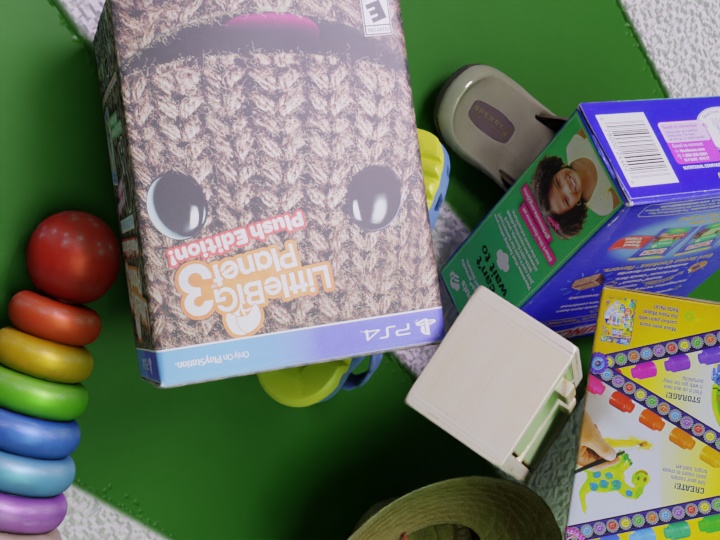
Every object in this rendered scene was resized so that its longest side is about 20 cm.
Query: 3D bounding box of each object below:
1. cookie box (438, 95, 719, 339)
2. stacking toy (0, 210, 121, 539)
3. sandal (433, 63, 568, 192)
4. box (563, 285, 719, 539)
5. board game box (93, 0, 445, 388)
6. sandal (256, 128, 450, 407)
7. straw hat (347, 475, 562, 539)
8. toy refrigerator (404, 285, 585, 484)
[{"bbox_3d":[0.173,-0.028,0.784,0.170,0.076,0.200,-8,153,-29],"label":"cookie box"},{"bbox_3d":[-0.189,0.063,0.670,0.085,0.085,0.202,16,90,-33],"label":"stacking toy"},{"bbox_3d":[0.133,-0.077,0.821,0.200,0.057,0.080,21,94,-38],"label":"sandal"},{"bbox_3d":[0.202,0.134,0.770,0.200,0.121,0.195,51,49,-72],"label":"box"},{"bbox_3d":[-0.053,-0.048,0.651,0.158,0.097,0.202,-9,90,-16],"label":"board game box"},{"bbox_3d":[0.000,0.000,0.769,0.201,0.079,0.087,-61,155,-7],"label":"sandal"},{"bbox_3d":[0.037,0.205,0.833,0.199,0.085,0.203,-9,117,-18],"label":"straw hat"},{"bbox_3d":[0.089,0.077,0.698,0.076,0.070,0.200,-55,163,-4],"label":"toy refrigerator"}]
